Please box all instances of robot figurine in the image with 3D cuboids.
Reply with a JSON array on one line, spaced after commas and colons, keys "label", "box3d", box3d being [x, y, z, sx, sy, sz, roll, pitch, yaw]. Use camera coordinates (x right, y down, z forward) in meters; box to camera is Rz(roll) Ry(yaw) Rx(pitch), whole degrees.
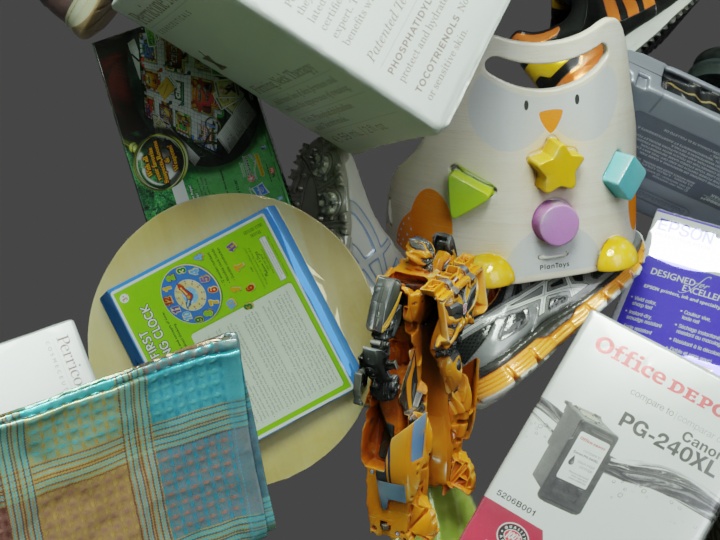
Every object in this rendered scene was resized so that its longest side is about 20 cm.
[{"label": "robot figurine", "box3d": [0.045, 0.074, 0.986, 0.145, 0.058, 0.201, -38, 134, -57]}]

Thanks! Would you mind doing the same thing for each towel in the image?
[{"label": "towel", "box3d": [-0.152, 0.136, 0.912, 0.199, 0.022, 0.147, -18, 111, -26]}]

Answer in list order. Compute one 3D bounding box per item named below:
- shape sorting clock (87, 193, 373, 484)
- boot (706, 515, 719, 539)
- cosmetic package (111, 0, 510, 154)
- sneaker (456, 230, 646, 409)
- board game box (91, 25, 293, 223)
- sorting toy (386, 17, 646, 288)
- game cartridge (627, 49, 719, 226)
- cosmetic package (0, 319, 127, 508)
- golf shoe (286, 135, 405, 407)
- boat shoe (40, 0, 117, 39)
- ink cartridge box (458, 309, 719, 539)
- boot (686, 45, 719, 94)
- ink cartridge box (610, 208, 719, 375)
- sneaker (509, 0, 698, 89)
[{"label": "shape sorting clock", "box3d": [-0.086, 0.048, 0.991, 0.199, 0.039, 0.201, 0, 86, -2]}, {"label": "boot", "box3d": [0.352, 0.168, 1.148, 0.199, 0.066, 0.176, 12, 72, -20]}, {"label": "cosmetic package", "box3d": [-0.023, -0.199, 0.932, 0.200, 0.167, 0.167, 30, 79, -17]}, {"label": "sneaker", "box3d": [0.139, 0.019, 1.100, 0.200, 0.078, 0.077, -37, 80, -28]}, {"label": "board game box", "box3d": [-0.113, -0.084, 1.033, 0.104, 0.023, 0.201, -17, 82, 0]}, {"label": "sorting toy", "box3d": [0.126, -0.091, 1.044, 0.199, 0.107, 0.181, -9, 120, -13]}, {"label": "game cartridge", "box3d": [0.259, -0.088, 1.140, 0.199, 0.133, 0.041, 23, 51, -8]}, {"label": "cosmetic package", "box3d": [-0.262, 0.114, 0.916, 0.200, 0.071, 0.102, -21, 84, -25]}, {"label": "golf shoe", "box3d": [0.000, 0.000, 1.062, 0.097, 0.078, 0.201, -2, 82, -39]}, {"label": "boat shoe", "box3d": [-0.166, -0.259, 1.014, 0.065, 0.072, 0.200, 33, 110, -2]}, {"label": "ink cartridge box", "box3d": [0.178, 0.148, 1.019, 0.145, 0.083, 0.200, 28, 83, 17]}, {"label": "boot", "box3d": [0.327, -0.183, 1.180, 0.198, 0.073, 0.163, 37, 68, -58]}, {"label": "ink cartridge box", "box3d": [0.285, 0.069, 1.101, 0.198, 0.043, 0.200, 18, 70, 21]}, {"label": "sneaker", "box3d": [0.204, -0.212, 1.190, 0.090, 0.070, 0.200, 46, 62, 5]}]
